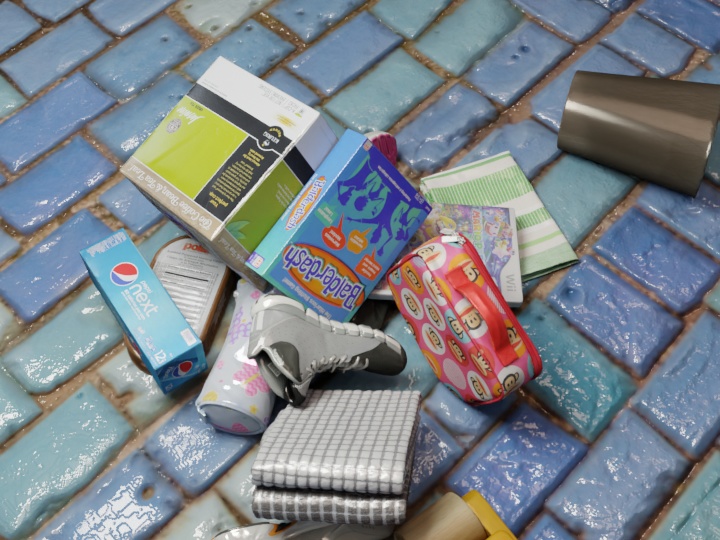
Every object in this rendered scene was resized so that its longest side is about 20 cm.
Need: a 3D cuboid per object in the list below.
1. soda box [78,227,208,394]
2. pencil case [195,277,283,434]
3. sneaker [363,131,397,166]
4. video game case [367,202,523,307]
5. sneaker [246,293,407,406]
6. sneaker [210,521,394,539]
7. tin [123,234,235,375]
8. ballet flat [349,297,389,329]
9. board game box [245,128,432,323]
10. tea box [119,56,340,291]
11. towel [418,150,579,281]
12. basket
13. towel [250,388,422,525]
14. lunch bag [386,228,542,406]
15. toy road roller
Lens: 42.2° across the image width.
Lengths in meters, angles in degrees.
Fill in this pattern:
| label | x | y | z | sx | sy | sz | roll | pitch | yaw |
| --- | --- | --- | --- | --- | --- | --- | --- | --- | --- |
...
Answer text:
| label | x | y | z | sx | sy | sz | roll | pitch | yaw |
| --- | --- | --- | --- | --- | --- | --- | --- | --- | --- |
| soda box | -0.263 | 0.047 | 1.131 | 0.064 | 0.068 | 0.200 | -30 | 62 | -18 |
| pencil case | -0.130 | 0.097 | 1.130 | 0.090 | 0.083 | 0.201 | 20 | 58 | -8 |
| sneaker | -0.035 | -0.145 | 1.290 | 0.199 | 0.082 | 0.088 | -28 | 39 | -32 |
| video game case | 0.107 | -0.024 | 1.208 | 0.198 | 0.018 | 0.144 | 4 | 60 | -6 |
| sneaker | -0.043 | 0.113 | 1.076 | 0.199 | 0.075 | 0.116 | 21 | 51 | -14 |
| sneaker | -0.057 | 0.311 | 1.005 | 0.199 | 0.076 | 0.093 | -11 | 70 | -3 |
| tin | -0.230 | 0.041 | 1.198 | 0.111 | 0.042 | 0.201 | 13 | 58 | 4 |
| ballet flat | 0.000 | 0.000 | 1.224 | 0.066 | 0.057 | 0.201 | 10 | 59 | -23 |
| board game box | -0.021 | -0.042 | 1.114 | 0.200 | 0.152 | 0.045 | -53 | 42 | -4 |
| tea box | -0.147 | -0.120 | 1.142 | 0.200 | 0.134 | 0.197 | 35 | 80 | 36 |
| towel | 0.184 | -0.069 | 1.273 | 0.152 | 0.023 | 0.201 | -18 | 58 | -12 |
| basket | 0.384 | -0.201 | 1.298 | 0.199 | 0.136 | 0.181 | 15 | 54 | 14 |
| towel | -0.021 | 0.202 | 1.015 | 0.164 | 0.086 | 0.200 | 0 | 16 | 8 |
| lunch bag | 0.118 | 0.056 | 1.074 | 0.082 | 0.176 | 0.201 | -30 | 87 | -17 |
| toy road roller | 0.124 | 0.313 | 0.948 | 0.123 | 0.146 | 0.200 | -31 | 62 | -19 |
